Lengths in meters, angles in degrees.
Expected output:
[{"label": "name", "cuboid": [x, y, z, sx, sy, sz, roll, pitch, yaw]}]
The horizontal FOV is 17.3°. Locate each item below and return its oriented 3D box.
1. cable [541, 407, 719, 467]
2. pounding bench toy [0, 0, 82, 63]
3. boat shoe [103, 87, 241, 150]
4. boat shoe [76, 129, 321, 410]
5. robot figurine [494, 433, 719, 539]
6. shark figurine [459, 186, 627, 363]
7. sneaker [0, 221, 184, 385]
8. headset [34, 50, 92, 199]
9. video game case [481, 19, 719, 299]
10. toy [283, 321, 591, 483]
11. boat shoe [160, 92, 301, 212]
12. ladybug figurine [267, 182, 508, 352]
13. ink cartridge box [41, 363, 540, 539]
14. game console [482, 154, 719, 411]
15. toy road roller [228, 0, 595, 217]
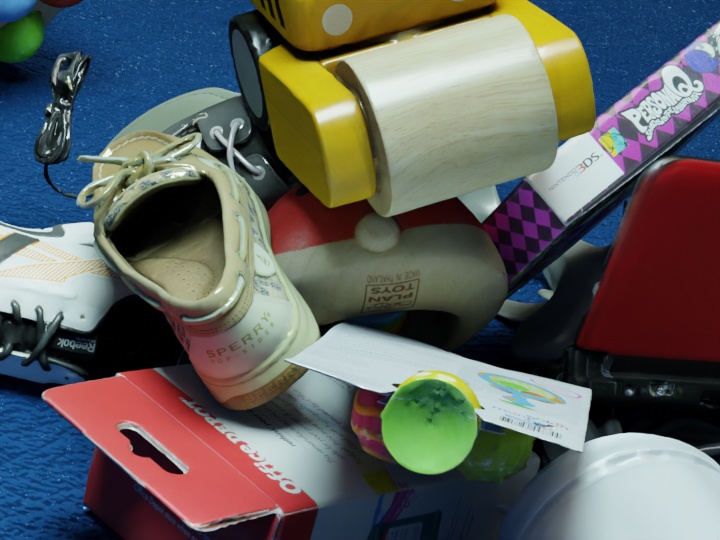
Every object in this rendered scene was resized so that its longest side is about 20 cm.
[{"label": "cable", "cuboid": [0.171, 0.128, 1.115, 0.163, 0.051, 0.200, 16, 17, -16]}, {"label": "pounding bench toy", "cuboid": [-0.267, -0.182, 1.436, 0.156, 0.200, 0.124, 55, 34, 7]}, {"label": "boat shoe", "cuboid": [-0.064, -0.062, 1.303, 0.201, 0.061, 0.072, -5, 43, 44]}, {"label": "boat shoe", "cuboid": [-0.077, -0.017, 1.035, 0.063, 0.073, 0.200, 55, -5, -37]}, {"label": "robot figurine", "cuboid": [0.123, 0.141, 0.948, 0.169, 0.113, 0.200, -2, 29, -21]}, {"label": "shark figurine", "cuboid": [0.120, -0.013, 1.349, 0.128, 0.090, 0.215, 10, 25, -21]}, {"label": "sneaker", "cuboid": [-0.165, 0.014, 1.097, 0.199, 0.074, 0.080, -1, 30, -36]}, {"label": "headset", "cuboid": [-0.070, -0.048, 1.223, 0.199, 0.123, 0.094, 15, 66, -18]}, {"label": "video game case", "cuboid": [0.119, -0.048, 1.201, 0.181, 0.200, 0.036, -39, 85, -25]}, {"label": "toy", "cuboid": [0.032, 0.060, 0.958, 0.115, 0.047, 0.200, 16, 2, 5]}, {"label": "boat shoe", "cuboid": [-0.026, -0.068, 1.147, 0.199, 0.057, 0.067, -20, 76, -20]}, {"label": "ladybug figurine", "cuboid": [0.000, 0.000, 1.120, 0.135, 0.072, 0.200, -6, -16, -10]}, {"label": "ink cartridge box", "cuboid": [-0.034, 0.093, 1.012, 0.200, 0.067, 0.116, -6, 31, -44]}, {"label": "game console", "cuboid": [0.174, 0.012, 1.201, 0.199, 0.119, 0.172, 6, -4, -29]}, {"label": "toy road roller", "cuboid": [0.009, -0.125, 1.047, 0.123, 0.146, 0.200, -17, 27, -13]}]
